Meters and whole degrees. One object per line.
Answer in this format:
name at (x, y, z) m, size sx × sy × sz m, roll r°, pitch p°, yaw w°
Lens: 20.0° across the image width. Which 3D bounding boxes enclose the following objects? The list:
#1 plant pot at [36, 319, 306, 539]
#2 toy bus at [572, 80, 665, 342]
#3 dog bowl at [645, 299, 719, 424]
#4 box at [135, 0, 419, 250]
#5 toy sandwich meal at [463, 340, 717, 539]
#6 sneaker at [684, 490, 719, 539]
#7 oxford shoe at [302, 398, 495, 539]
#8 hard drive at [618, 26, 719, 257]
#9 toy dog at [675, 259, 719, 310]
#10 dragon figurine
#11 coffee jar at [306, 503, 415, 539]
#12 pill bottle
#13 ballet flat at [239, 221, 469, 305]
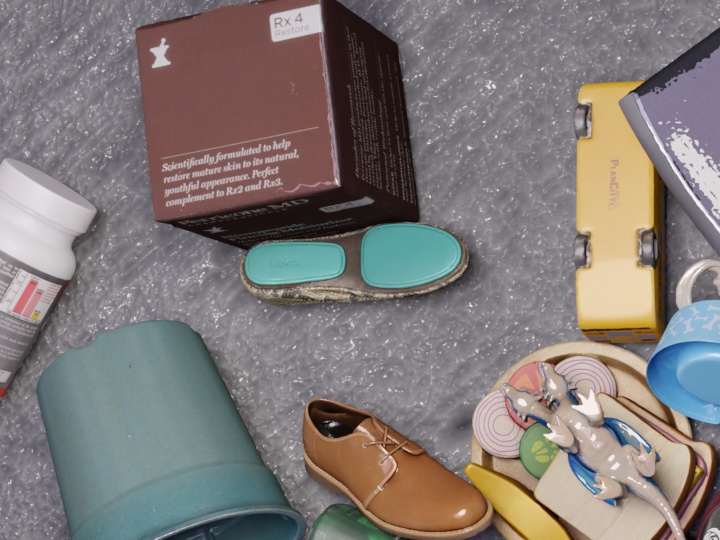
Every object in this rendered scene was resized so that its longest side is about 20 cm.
plant pot at (-0.172, 0.160, 1.700) m, size 0.200 × 0.200 × 0.196 m, roll -29°, pitch 67°, yaw 14°
toy bus at (0.209, -0.047, 1.633) m, size 0.065 × 0.078 × 0.200 m, roll -2°, pitch 76°, yaw 18°
dog bowl at (0.322, 0.077, 1.560) m, size 0.200 × 0.112 × 0.050 m, roll 12°, pitch 55°, yaw 10°
box at (-0.065, -0.118, 1.684) m, size 0.166 × 0.200 × 0.164 m, roll -9°, pitch 80°, yaw 19°
toy sandwich meal at (0.176, 0.151, 1.629) m, size 0.205 × 0.070 × 0.205 m, roll -3°, pitch 82°, yaw 20°
sneaker at (0.332, 0.204, 1.550) m, size 0.200 × 0.076 × 0.116 m, roll -18°, pitch 94°, yaw 17°
oxford shoe at (0.023, 0.160, 1.649) m, size 0.200 × 0.071 × 0.071 m, roll 22°, pitch 46°, yaw 38°
hard drive at (0.297, -0.086, 1.532) m, size 0.135 × 0.042 × 0.200 m, roll -36°, pitch 78°, yaw 8°
toy dog at (0.310, -0.054, 1.612) m, size 0.132 × 0.096 × 0.200 m, roll -7°, pitch 95°, yaw 14°
dragon figurine at (0.189, 0.142, 1.558) m, size 0.200 × 0.099 × 0.059 m, roll 43°, pitch 91°, yaw 10°
coffee jar at (0.049, 0.268, 1.653) m, size 0.200 × 0.085 × 0.104 m, roll 18°, pitch 90°, yaw 21°
pill bottle at (-0.323, 0.009, 1.806) m, size 0.116 × 0.116 × 0.200 m, roll 33°, pitch 95°, yaw 21°
ballet flat at (0.000, 0.000, 1.713) m, size 0.200 × 0.075 × 0.068 m, roll -5°, pitch 67°, yaw 15°
